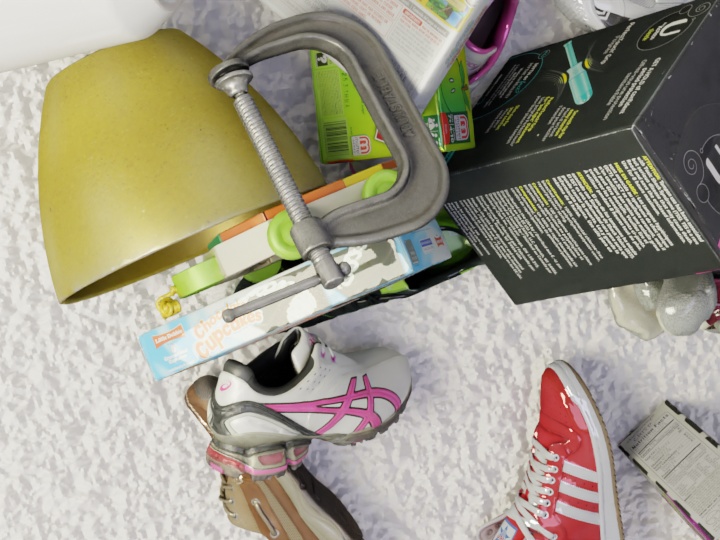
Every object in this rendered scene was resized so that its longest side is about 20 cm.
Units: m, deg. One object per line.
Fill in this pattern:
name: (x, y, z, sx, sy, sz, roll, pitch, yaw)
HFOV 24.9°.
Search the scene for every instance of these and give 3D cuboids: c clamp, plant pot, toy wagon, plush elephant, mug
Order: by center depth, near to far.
c clamp: (-0.034, -0.078, 1.031, 0.171, 0.027, 0.200, -14, 66, -16)
mug: (-0.196, -0.221, 1.047, 0.153, 0.149, 0.187, -1, 97, 18)
toy wagon: (-0.050, -0.023, 1.108, 0.200, 0.155, 0.040, -23, 89, -14)
plant pot: (-0.142, -0.080, 1.118, 0.200, 0.200, 0.142, -24, 89, -4)
plush elephant: (0.279, 0.006, 1.245, 0.164, 0.200, 0.155, -20, 132, -4)

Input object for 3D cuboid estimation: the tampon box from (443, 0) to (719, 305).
tampon box: (0.177, -0.080, 1.141, 0.126, 0.200, 0.150, 52, 55, -22)

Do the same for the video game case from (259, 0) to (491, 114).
video game case: (0.009, -0.231, 1.089, 0.200, 0.023, 0.182, 42, 116, 21)

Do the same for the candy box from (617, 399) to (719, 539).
candy box: (0.294, 0.194, 1.269, 0.061, 0.200, 0.136, -43, 108, 2)

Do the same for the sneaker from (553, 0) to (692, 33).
sneaker: (0.243, -0.208, 1.212, 0.200, 0.075, 0.115, 19, 100, -21)

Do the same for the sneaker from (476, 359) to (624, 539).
sneaker: (0.142, 0.175, 1.300, 0.112, 0.071, 0.200, -18, 111, -10)

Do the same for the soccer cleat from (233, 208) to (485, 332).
soccer cleat: (0.000, 0.000, 1.213, 0.200, 0.081, 0.068, -20, 108, -4)

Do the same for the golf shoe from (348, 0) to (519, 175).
golf shoe: (0.052, -0.143, 1.179, 0.075, 0.092, 0.200, 23, 101, -19)

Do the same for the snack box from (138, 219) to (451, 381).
snack box: (-0.044, 0.018, 1.135, 0.200, 0.116, 0.037, -23, 88, 17)

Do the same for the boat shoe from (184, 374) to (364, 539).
boat shoe: (-0.075, 0.169, 1.251, 0.072, 0.076, 0.200, -36, 104, 8)

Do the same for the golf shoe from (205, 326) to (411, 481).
golf shoe: (-0.028, 0.083, 1.192, 0.200, 0.073, 0.092, -19, 122, -48)

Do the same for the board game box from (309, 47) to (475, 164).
board game box: (0.015, -0.179, 1.133, 0.101, 0.048, 0.200, -4, 95, 31)
